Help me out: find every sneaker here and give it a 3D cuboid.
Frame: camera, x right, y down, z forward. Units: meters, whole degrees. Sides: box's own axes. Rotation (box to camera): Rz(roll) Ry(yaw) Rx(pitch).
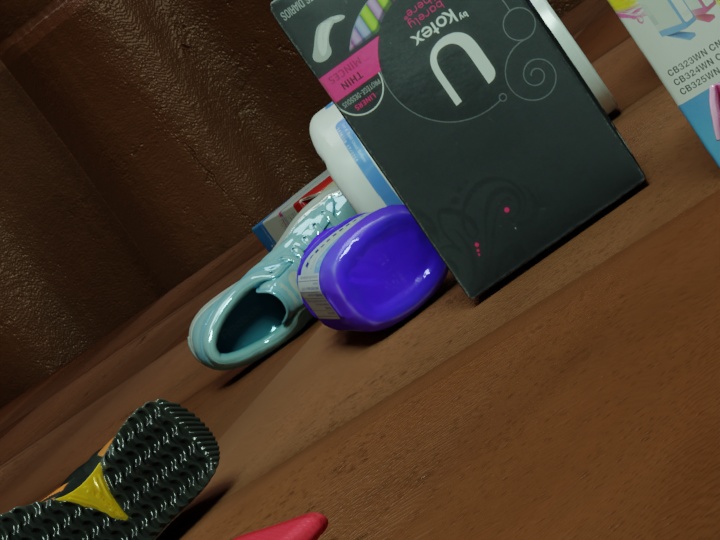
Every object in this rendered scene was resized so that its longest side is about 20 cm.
[{"bbox_3d":[-0.156,0.152,1.046,0.200,0.070,0.090,-41,-7,-43],"label":"sneaker"},{"bbox_3d":[-0.046,0.010,1.524,0.200,0.074,0.082,-45,14,-2],"label":"sneaker"}]

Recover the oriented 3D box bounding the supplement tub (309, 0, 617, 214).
[{"bbox_3d":[0.074,-0.115,1.458,0.200,0.132,0.132,-35,6,9],"label":"supplement tub"}]

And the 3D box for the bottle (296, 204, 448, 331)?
[{"bbox_3d":[0.000,0.000,1.293,0.083,0.065,0.200,-38,6,-9],"label":"bottle"}]

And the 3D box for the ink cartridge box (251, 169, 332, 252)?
[{"bbox_3d":[-0.018,-0.064,1.924,0.116,0.067,0.200,-39,6,-21],"label":"ink cartridge box"}]

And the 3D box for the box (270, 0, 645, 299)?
[{"bbox_3d":[0.056,-0.104,1.118,0.122,0.200,0.106,-35,6,9],"label":"box"}]

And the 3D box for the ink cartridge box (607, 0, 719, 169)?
[{"bbox_3d":[0.185,-0.177,0.939,0.128,0.200,0.125,-32,7,40],"label":"ink cartridge box"}]

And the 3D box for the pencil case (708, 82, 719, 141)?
[{"bbox_3d":[0.204,-0.081,0.631,0.093,0.091,0.200,1,-16,-28],"label":"pencil case"}]

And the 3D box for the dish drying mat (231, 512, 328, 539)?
[{"bbox_3d":[-0.093,0.163,0.764,0.200,0.018,0.077,-39,7,-38],"label":"dish drying mat"}]

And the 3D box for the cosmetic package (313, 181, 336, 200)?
[{"bbox_3d":[0.064,-0.091,1.632,0.200,0.073,0.104,-35,5,18],"label":"cosmetic package"}]
